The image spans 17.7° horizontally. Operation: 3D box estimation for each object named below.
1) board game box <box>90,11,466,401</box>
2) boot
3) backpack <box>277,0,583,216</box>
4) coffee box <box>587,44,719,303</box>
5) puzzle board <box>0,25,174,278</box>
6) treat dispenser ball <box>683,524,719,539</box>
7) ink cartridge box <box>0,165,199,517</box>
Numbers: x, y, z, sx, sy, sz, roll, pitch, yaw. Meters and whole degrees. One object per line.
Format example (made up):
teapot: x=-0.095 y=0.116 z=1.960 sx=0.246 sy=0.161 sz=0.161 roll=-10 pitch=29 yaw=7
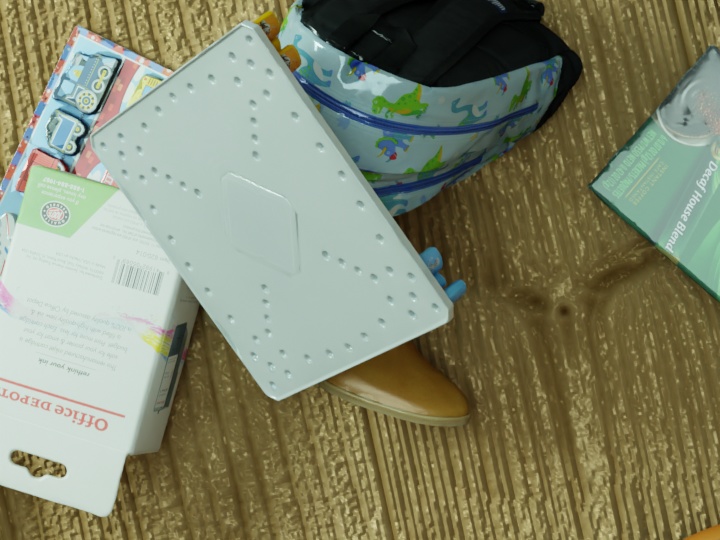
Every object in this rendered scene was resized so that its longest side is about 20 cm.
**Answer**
board game box: x=-0.051 y=-0.033 z=1.346 sx=0.026 sy=0.200 sz=0.200 roll=-40 pitch=97 yaw=-36
boot: x=0.000 y=0.000 z=1.447 sx=0.201 sy=0.071 sz=0.144 roll=25 pitch=102 yaw=19
backpack: x=0.023 y=-0.115 z=1.390 sx=0.163 sy=0.200 sz=0.154 roll=33 pitch=104 yaw=10
coffee box: x=0.254 y=-0.031 z=1.420 sx=0.200 sy=0.044 sz=0.123 roll=43 pitch=94 yaw=9
puzzle board: x=-0.165 y=-0.040 z=1.515 sx=0.150 sy=0.017 sz=0.201 roll=26 pitch=93 yaw=11
treat dispenser ball: x=0.238 y=0.242 z=1.331 sx=0.200 sy=0.201 sz=0.202 roll=-1 pitch=87 yaw=11
ink cartridge box: x=-0.174 y=0.045 z=1.470 sx=0.117 sy=0.067 sz=0.201 roll=16 pitch=91 yaw=11
